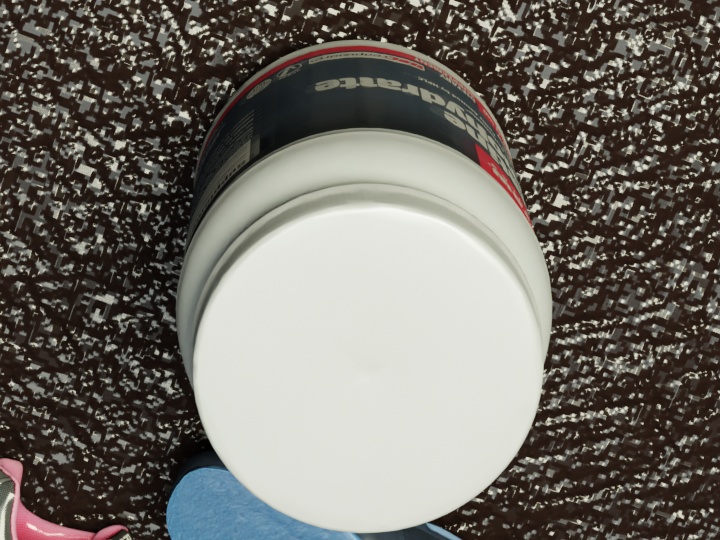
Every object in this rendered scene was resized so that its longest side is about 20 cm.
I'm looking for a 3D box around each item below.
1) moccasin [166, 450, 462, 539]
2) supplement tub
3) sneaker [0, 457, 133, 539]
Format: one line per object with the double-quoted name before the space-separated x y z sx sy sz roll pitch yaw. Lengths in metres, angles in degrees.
"moccasin" 0.002 0.138 0.911 0.199 0.068 0.081 33 114 -12
"supplement tub" 0.000 0.000 0.786 0.139 0.200 0.142 -1 111 -2
"sneaker" -0.126 0.165 0.919 0.095 0.079 0.200 -42 108 1
